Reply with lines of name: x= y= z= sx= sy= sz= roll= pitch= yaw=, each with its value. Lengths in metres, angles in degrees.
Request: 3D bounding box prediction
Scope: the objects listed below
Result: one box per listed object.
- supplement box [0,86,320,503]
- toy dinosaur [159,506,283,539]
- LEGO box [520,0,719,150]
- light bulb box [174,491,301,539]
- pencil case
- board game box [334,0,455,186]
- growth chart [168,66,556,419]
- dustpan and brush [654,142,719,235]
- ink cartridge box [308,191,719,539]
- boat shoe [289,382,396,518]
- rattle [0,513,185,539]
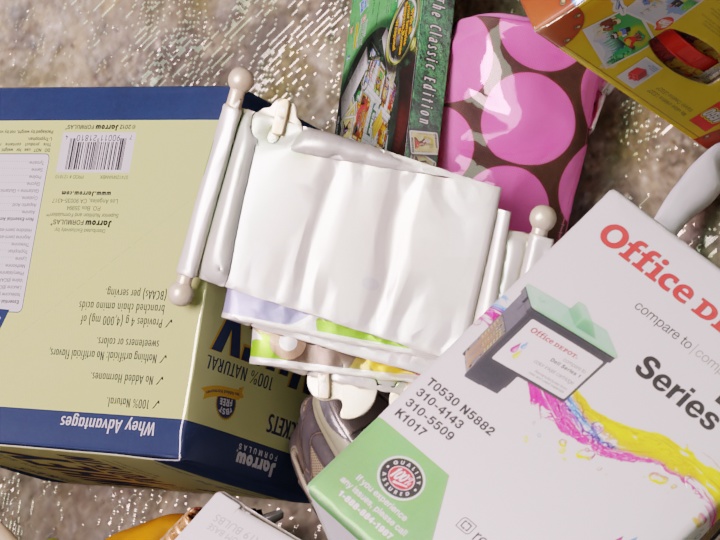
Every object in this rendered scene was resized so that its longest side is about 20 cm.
supplement box: x=-0.125 y=0.013 z=1.556 sx=0.199 sy=0.134 sz=0.201 roll=2 pitch=78 yaw=33
toy dinosaur: x=-0.095 y=0.189 z=1.482 sx=0.103 sy=0.135 sz=0.200 roll=71 pitch=158 yaw=9
LEGO box: x=0.136 y=-0.164 z=1.399 sx=0.077 sy=0.200 sz=0.150 roll=-32 pitch=61 yaw=20
light bulb box: x=-0.014 y=0.243 z=1.354 sx=0.198 sy=0.201 sz=0.125 roll=27 pitch=61 yaw=30
pencil case: x=0.074 y=-0.034 z=1.476 sx=0.093 sy=0.091 sz=0.201 roll=14 pitch=85 yaw=-2
board game box: x=0.019 y=-0.117 z=1.517 sx=0.105 sy=0.023 sz=0.201 roll=141 pitch=141 yaw=-60
growth chart: x=0.000 y=0.000 z=1.426 sx=0.199 sy=0.018 sz=0.146 roll=22 pitch=95 yaw=7
dustpan and brush: x=0.136 y=0.014 z=1.416 sx=0.200 sy=0.140 sz=0.057 roll=-43 pitch=61 yaw=-15
ink cartridge box: x=0.100 y=0.086 z=1.244 sx=0.200 sy=0.084 sz=0.145 roll=-44 pitch=61 yaw=-14
boat shoe: x=0.023 y=0.146 z=1.473 sx=0.073 sy=0.074 sz=0.201 roll=-47 pitch=58 yaw=43
rattle: x=-0.209 y=0.114 z=1.538 sx=0.200 sy=0.130 sz=0.143 roll=41 pitch=77 yaw=14
